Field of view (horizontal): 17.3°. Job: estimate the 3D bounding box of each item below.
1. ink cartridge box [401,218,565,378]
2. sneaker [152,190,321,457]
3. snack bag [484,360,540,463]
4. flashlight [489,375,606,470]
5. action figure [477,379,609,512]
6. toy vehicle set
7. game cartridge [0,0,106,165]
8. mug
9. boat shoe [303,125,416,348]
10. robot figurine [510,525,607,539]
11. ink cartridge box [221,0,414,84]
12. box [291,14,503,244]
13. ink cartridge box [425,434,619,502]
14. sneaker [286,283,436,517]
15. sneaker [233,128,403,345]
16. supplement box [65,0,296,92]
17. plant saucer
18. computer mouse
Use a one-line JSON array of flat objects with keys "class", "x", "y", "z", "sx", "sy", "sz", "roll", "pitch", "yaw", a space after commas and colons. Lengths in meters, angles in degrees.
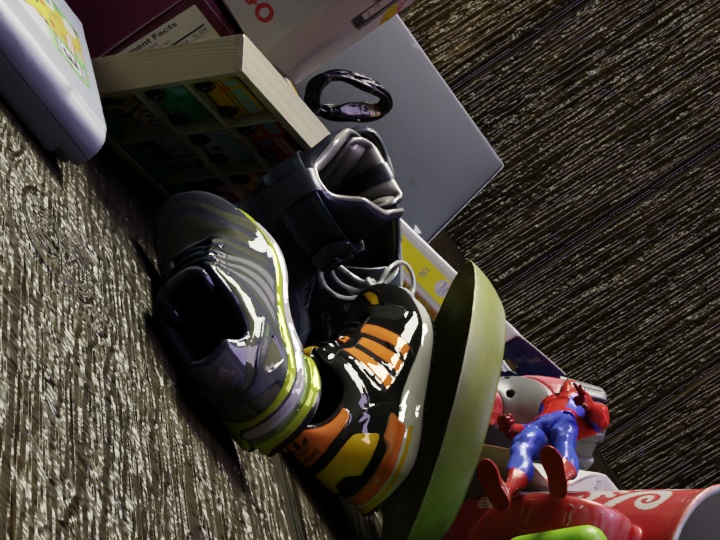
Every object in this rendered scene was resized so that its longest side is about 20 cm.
[{"class": "ink cartridge box", "x": 0.049, "y": 0.034, "z": 1.823, "sx": 0.200, "sy": 0.047, "sz": 0.198, "roll": 46, "pitch": -14, "yaw": -2}, {"class": "sneaker", "x": -0.082, "y": 0.013, "z": 1.348, "sx": 0.081, "sy": 0.074, "sz": 0.200, "roll": 47, "pitch": 9, "yaw": -41}, {"class": "snack bag", "x": 0.087, "y": 0.103, "z": 2.009, "sx": 0.188, "sy": 0.021, "sz": 0.200, "roll": 13, "pitch": -36, "yaw": 54}, {"class": "flashlight", "x": 0.075, "y": 0.095, "z": 1.699, "sx": 0.068, "sy": 0.199, "sz": 0.068, "roll": 130, "pitch": -32, "yaw": -60}, {"class": "action figure", "x": 0.123, "y": 0.104, "z": 1.529, "sx": 0.200, "sy": 0.065, "sz": 0.052, "roll": -32, "pitch": 103, "yaw": -73}, {"class": "toy vehicle set", "x": -0.092, "y": -0.087, "z": 1.524, "sx": 0.200, "sy": 0.124, "sz": 0.027, "roll": 46, "pitch": 41, "yaw": -59}, {"class": "game cartridge", "x": -0.206, "y": -0.153, "z": 1.388, "sx": 0.133, "sy": 0.040, "sz": 0.200, "roll": 49, "pitch": 9, "yaw": -29}, {"class": "mug", "x": 0.150, "y": 0.186, "z": 1.551, "sx": 0.199, "sy": 0.133, "sz": 0.178, "roll": -1, "pitch": -56, "yaw": 44}, {"class": "boat shoe", "x": 0.000, "y": 0.000, "z": 1.640, "sx": 0.062, "sy": 0.074, "sz": 0.201, "roll": 159, "pitch": -66, "yaw": -67}, {"class": "robot figurine", "x": 0.105, "y": 0.242, "z": 1.402, "sx": 0.200, "sy": 0.115, "sz": 0.176, "roll": 41, "pitch": 44, "yaw": -69}, {"class": "ink cartridge box", "x": -0.016, "y": -0.251, "z": 1.627, "sx": 0.147, "sy": 0.200, "sz": 0.146, "roll": 56, "pitch": 5, "yaw": 8}, {"class": "box", "x": -0.021, "y": -0.123, "z": 1.915, "sx": 0.200, "sy": 0.123, "sz": 0.198, "roll": 53, "pitch": -20, "yaw": -20}, {"class": "ink cartridge box", "x": 0.090, "y": 0.142, "z": 1.690, "sx": 0.160, "sy": 0.050, "sz": 0.200, "roll": 7, "pitch": -27, "yaw": 32}, {"class": "sneaker", "x": -0.007, "y": 0.062, "z": 1.516, "sx": 0.090, "sy": 0.070, "sz": 0.201, "roll": 34, "pitch": 33, "yaw": -22}, {"class": "sneaker", "x": -0.030, "y": -0.014, "z": 1.537, "sx": 0.077, "sy": 0.146, "sz": 0.202, "roll": 57, "pitch": 4, "yaw": 19}, {"class": "supplement box", "x": -0.125, "y": -0.147, "z": 1.660, "sx": 0.200, "sy": 0.103, "sz": 0.131, "roll": 51, "pitch": 8, "yaw": -48}, {"class": "plant saucer", "x": 0.056, "y": 0.094, "z": 1.511, "sx": 0.031, "sy": 0.201, "sz": 0.200, "roll": 15, "pitch": 13, "yaw": -6}, {"class": "computer mouse", "x": -0.066, "y": -0.103, "z": 1.613, "sx": 0.034, "sy": 0.199, "sz": 0.059, "roll": -120, "pitch": -149, "yaw": -41}]
